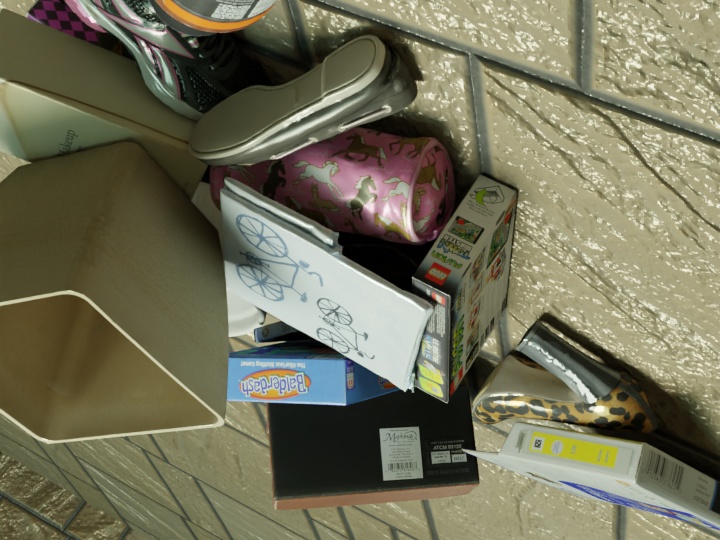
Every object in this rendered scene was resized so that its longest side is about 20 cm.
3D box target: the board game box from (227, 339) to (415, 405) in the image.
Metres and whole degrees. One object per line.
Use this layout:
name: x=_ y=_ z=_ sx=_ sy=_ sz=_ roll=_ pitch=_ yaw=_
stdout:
board game box: x=-0.033 y=0.095 z=1.270 sx=0.152 sy=0.045 sz=0.200 roll=-1 pitch=-177 yaw=28

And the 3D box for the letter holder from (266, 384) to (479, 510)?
letter holder: x=0.007 y=0.187 z=1.313 sx=0.200 sy=0.101 sz=0.142 roll=-4 pitch=161 yaw=-6

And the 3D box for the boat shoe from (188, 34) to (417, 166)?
boat shoe: x=-0.046 y=-0.116 z=0.998 sx=0.200 sy=0.067 sz=0.057 roll=-19 pitch=139 yaw=34

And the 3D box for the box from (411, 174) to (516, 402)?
box: x=0.086 y=0.020 z=1.083 sx=0.035 sy=0.110 sz=0.200 roll=27 pitch=155 yaw=17

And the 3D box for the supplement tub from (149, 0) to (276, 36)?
supplement tub: x=-0.086 y=-0.224 z=0.853 sx=0.107 sy=0.107 sz=0.200 roll=39 pitch=156 yaw=-10

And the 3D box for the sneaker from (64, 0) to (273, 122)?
sneaker: x=-0.147 y=-0.195 z=1.031 sx=0.200 sy=0.080 sz=0.086 roll=36 pitch=146 yaw=-17

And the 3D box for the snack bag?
snack bag: x=-0.030 y=0.016 z=1.078 sx=0.200 sy=0.021 sz=0.189 roll=29 pitch=156 yaw=10

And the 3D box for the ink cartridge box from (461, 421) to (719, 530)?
ink cartridge box: x=0.233 y=0.191 z=1.224 sx=0.197 sy=0.047 sz=0.200 roll=27 pitch=167 yaw=-41

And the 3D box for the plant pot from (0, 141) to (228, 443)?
plant pot: x=-0.223 y=0.011 z=1.066 sx=0.199 sy=0.177 sz=0.200 roll=-9 pitch=142 yaw=28

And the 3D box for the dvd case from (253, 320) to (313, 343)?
dvd case: x=0.000 y=0.048 z=1.251 sx=0.142 sy=0.018 sz=0.200 roll=-3 pitch=172 yaw=-28

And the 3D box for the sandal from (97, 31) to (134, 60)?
sandal: x=-0.213 y=-0.164 z=1.142 sx=0.080 sy=0.054 sz=0.200 roll=30 pitch=133 yaw=4

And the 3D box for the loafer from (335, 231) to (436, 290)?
loafer: x=0.000 y=0.000 z=1.148 sx=0.200 sy=0.071 sz=0.073 roll=1 pitch=142 yaw=49

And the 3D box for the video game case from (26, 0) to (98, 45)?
video game case: x=-0.239 y=-0.158 z=1.263 sx=0.200 sy=0.036 sz=0.181 roll=36 pitch=155 yaw=-2

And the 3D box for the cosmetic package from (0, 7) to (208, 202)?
cosmetic package: x=-0.222 y=-0.128 z=1.089 sx=0.200 sy=0.073 sz=0.104 roll=20 pitch=146 yaw=-10

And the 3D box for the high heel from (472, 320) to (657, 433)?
high heel: x=0.185 y=0.134 z=1.215 sx=0.142 sy=0.071 sz=0.200 roll=35 pitch=151 yaw=4

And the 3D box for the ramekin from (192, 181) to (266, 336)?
ramekin: x=-0.185 y=-0.014 z=1.311 sx=0.200 sy=0.105 sz=0.200 roll=8 pitch=158 yaw=3

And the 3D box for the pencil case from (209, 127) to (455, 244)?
pencil case: x=-0.022 y=-0.071 z=1.052 sx=0.200 sy=0.083 sz=0.087 roll=7 pitch=150 yaw=28
